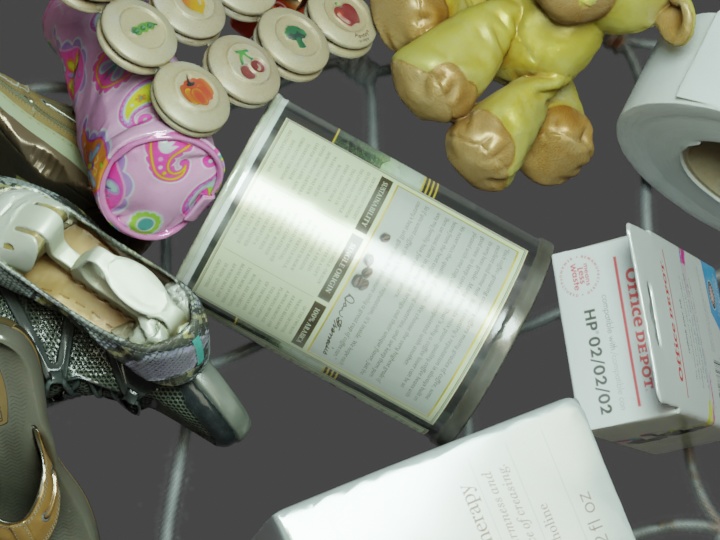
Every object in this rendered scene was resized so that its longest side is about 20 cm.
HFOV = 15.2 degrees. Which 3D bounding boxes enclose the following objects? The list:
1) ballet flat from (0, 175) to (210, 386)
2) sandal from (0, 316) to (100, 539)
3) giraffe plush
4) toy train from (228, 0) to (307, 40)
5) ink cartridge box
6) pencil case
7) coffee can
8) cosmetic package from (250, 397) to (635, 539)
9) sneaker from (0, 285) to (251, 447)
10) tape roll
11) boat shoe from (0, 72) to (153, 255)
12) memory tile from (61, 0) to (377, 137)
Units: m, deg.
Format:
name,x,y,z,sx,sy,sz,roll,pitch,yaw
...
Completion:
name,x,y,z,sx,sy,sz,roll,pitch,yaw
ballet flat,-0.173,-0.007,1.631,0.200,0.072,0.072,34,72,8
sandal,-0.208,0.125,1.629,0.081,0.055,0.201,-8,112,0
giraffe plush,0.129,-0.162,1.701,0.173,0.162,0.200,54,38,2
toy train,-0.085,-0.229,1.750,0.200,0.056,0.150,40,46,3
ink cartridge box,0.175,0.045,1.683,0.068,0.200,0.116,-14,76,20
pencil case,-0.141,-0.108,1.676,0.087,0.088,0.200,-7,39,-12
coffee can,0.000,0.000,1.689,0.200,0.146,0.147,29,73,-3
cosmetic package,0.056,0.199,1.641,0.199,0.166,0.168,-20,81,-14
sneaker,-0.168,0.066,1.680,0.199,0.076,0.114,38,74,3
tape roll,0.267,-0.081,1.732,0.202,0.202,0.071,29,74,-3
boat shoe,-0.205,-0.082,1.720,0.200,0.072,0.076,38,43,3
memory tile,-0.089,-0.168,1.653,0.153,0.017,0.200,50,44,8
